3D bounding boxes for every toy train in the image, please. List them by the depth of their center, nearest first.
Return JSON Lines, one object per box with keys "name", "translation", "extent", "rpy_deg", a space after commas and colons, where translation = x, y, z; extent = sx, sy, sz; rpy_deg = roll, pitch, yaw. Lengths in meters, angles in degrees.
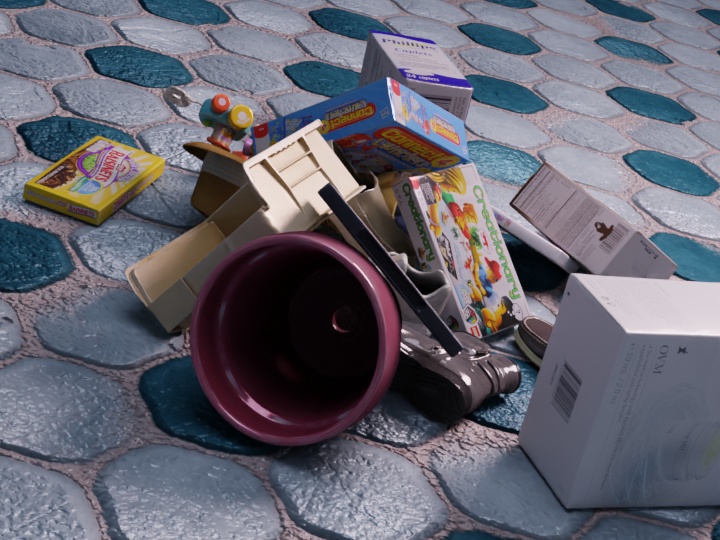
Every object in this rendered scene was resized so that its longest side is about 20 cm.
{"name": "toy train", "translation": [-0.169, -0.153, 1.781], "extent": [0.149, 0.056, 0.200], "rpy_deg": [9, -22, 32]}

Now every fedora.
{"name": "fedora", "translation": [-0.137, -0.079, 1.684], "extent": [0.200, 0.082, 0.201], "rpy_deg": [28, -4, 2]}

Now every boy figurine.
{"name": "boy figurine", "translation": [0.029, -0.061, 1.749], "extent": [0.199, 0.125, 0.064], "rpy_deg": [3, -8, 39]}

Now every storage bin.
{"name": "storage bin", "translation": [-0.123, -0.044, 1.502], "extent": [0.094, 0.200, 0.198], "rpy_deg": [52, 30, -1]}

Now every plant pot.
{"name": "plant pot", "translation": [-0.043, 0.059, 1.386], "extent": [0.199, 0.201, 0.179], "rpy_deg": [22, 10, 15]}

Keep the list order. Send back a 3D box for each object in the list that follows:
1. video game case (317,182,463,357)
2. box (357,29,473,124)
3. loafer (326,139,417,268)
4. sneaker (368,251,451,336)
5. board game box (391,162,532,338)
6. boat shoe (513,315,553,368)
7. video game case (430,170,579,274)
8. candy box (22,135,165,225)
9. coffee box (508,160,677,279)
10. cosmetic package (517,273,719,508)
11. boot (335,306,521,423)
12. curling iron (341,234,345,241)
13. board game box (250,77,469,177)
{"name": "video game case", "translation": [0.026, -0.004, 1.381], "extent": [0.200, 0.019, 0.143], "rpy_deg": [50, 1, -4]}
{"name": "box", "translation": [0.065, -0.214, 1.979], "extent": [0.104, 0.185, 0.200], "rpy_deg": [4, 28, -18]}
{"name": "loafer", "translation": [0.002, -0.073, 1.637], "extent": [0.200, 0.068, 0.076], "rpy_deg": [42, 25, -18]}
{"name": "sneaker", "translation": [0.007, 0.008, 1.550], "extent": [0.199, 0.092, 0.076], "rpy_deg": [13, 44, -17]}
{"name": "board game box", "translation": [0.119, -0.019, 1.639], "extent": [0.035, 0.201, 0.126], "rpy_deg": [-24, -5, 42]}
{"name": "boat shoe", "translation": [0.255, 0.097, 1.584], "extent": [0.073, 0.065, 0.200], "rpy_deg": [-11, 35, -41]}
{"name": "video game case", "translation": [0.187, -0.062, 1.821], "extent": [0.200, 0.018, 0.143], "rpy_deg": [35, 4, 19]}
{"name": "candy box", "translation": [-0.328, -0.115, 1.757], "extent": [0.102, 0.027, 0.200], "rpy_deg": [21, 26, 7]}
{"name": "coffee box", "translation": [0.301, -0.047, 1.836], "extent": [0.114, 0.080, 0.200], "rpy_deg": [35, 7, -42]}
{"name": "cosmetic package", "translation": [0.291, 0.121, 1.398], "extent": [0.199, 0.200, 0.123], "rpy_deg": [2, 27, -23]}
{"name": "boot", "translation": [0.066, 0.088, 1.520], "extent": [0.200, 0.070, 0.131], "rpy_deg": [39, 30, 22]}
{"name": "curling iron", "translation": [0.000, 0.000, 1.645], "extent": [0.049, 0.026, 0.201], "rpy_deg": [31, 30, -26]}
{"name": "board game box", "translation": [0.003, -0.154, 1.728], "extent": [0.195, 0.056, 0.200], "rpy_deg": [-17, -18, 28]}
